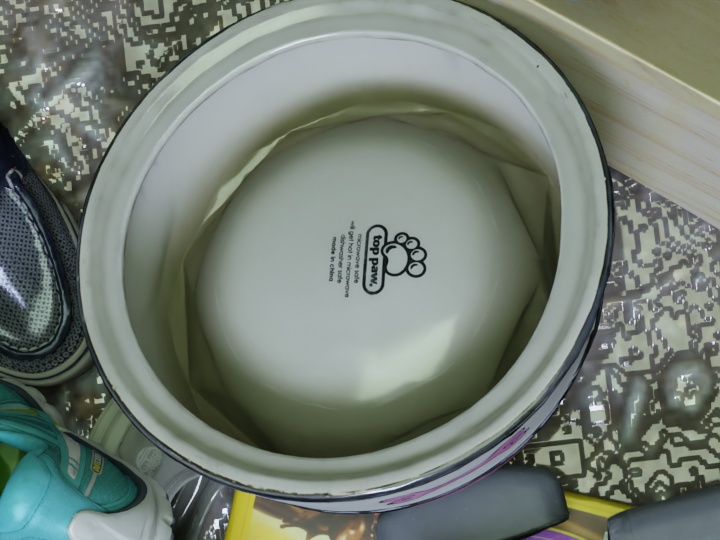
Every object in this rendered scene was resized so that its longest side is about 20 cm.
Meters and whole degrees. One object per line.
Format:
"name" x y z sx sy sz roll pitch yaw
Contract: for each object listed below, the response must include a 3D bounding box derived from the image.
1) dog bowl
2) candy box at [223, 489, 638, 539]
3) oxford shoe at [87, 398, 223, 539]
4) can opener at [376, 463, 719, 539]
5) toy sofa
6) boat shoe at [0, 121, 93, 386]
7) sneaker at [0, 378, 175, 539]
"dog bowl" 0.000 0.000 0.952 0.200 0.074 0.200 -5 66 13
"candy box" 0.044 0.128 0.985 0.200 0.026 0.102 12 89 7
"oxford shoe" -0.102 0.144 0.979 0.058 0.075 0.200 21 84 11
"can opener" 0.105 0.092 0.943 0.200 0.053 0.067 -11 80 4
"toy sofa" 0.117 -0.092 0.970 0.200 0.098 0.083 29 58 8
"boat shoe" -0.173 -0.041 0.989 0.075 0.093 0.200 -37 83 3
"sneaker" -0.146 0.070 0.947 0.200 0.080 0.078 12 73 50
